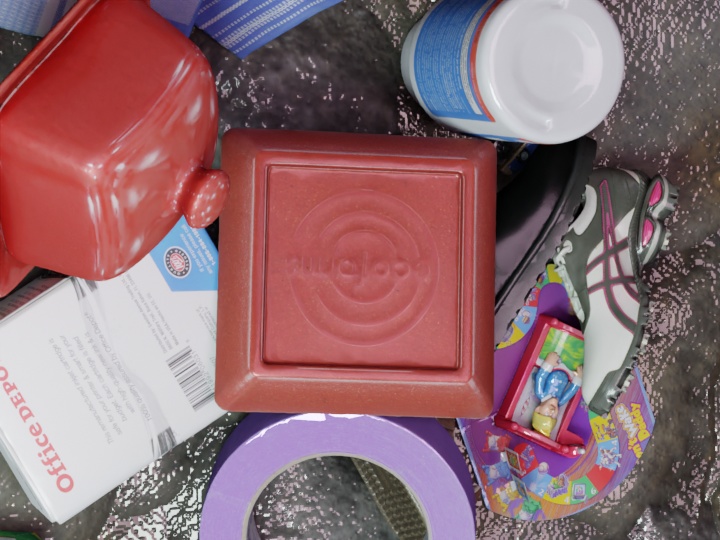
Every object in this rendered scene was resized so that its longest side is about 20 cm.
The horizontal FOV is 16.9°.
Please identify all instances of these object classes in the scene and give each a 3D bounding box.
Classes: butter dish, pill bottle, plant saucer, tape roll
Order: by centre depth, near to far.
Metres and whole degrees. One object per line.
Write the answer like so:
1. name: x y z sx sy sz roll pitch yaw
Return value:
1. butter dish: -0.154 -0.076 1.618 0.147 0.200 0.200 27 57 18
2. plant saucer: 0.000 0.000 1.693 0.198 0.037 0.201 2 83 -7
3. pill bottle: 0.100 -0.150 1.738 0.112 0.200 0.113 -2 96 -20
4. tape roll: -0.015 0.185 1.757 0.199 0.066 0.201 1 106 2

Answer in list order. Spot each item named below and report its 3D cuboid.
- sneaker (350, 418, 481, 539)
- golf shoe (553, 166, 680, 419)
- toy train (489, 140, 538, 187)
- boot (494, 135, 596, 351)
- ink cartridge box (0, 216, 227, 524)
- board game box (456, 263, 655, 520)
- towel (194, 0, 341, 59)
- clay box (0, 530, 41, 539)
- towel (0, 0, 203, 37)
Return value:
1. sneaker: 0.026 0.109 1.817 0.075 0.070 0.201 -33 107 -37
2. golf shoe: 0.183 0.015 1.842 0.088 0.077 0.201 13 67 0
3. toy train: 0.082 -0.049 1.830 0.046 0.034 0.200 43 80 -22
4. boot: 0.065 -0.041 1.765 0.157 0.079 0.212 32 80 -4
5. ink cartridge box: -0.178 0.062 1.716 0.200 0.084 0.146 -33 105 -15
6. board game box: 0.152 0.096 1.864 0.157 0.039 0.201 -22 102 -17
7. towel: -0.117 -0.222 1.677 0.200 0.145 0.024 33 55 -27
8. clay box: -0.293 0.285 1.714 0.114 0.048 0.201 6 92 -20
9. towel: -0.202 -0.206 1.655 0.199 0.147 0.024 14 49 -13
